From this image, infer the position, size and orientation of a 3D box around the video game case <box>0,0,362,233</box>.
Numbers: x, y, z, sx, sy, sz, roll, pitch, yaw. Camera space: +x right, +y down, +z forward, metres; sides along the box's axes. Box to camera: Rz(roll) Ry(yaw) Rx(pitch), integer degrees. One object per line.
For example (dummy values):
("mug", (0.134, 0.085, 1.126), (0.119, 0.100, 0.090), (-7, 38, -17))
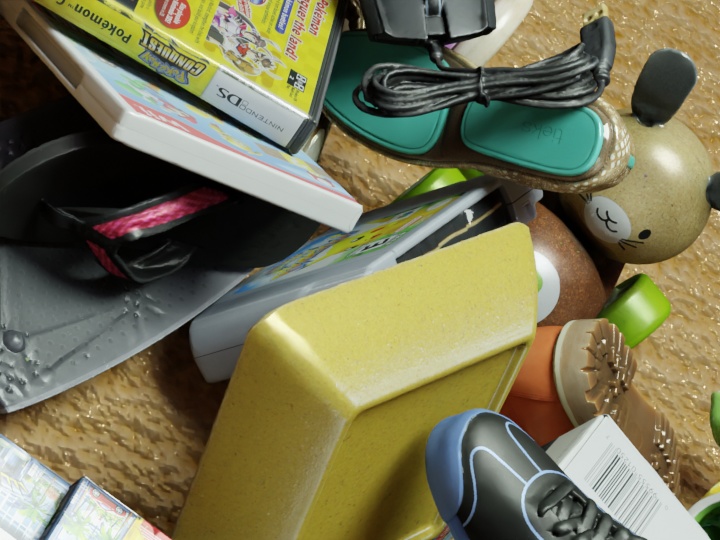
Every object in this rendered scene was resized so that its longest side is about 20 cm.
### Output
("video game case", (-0.098, -0.088, 1.053), (0.143, 0.017, 0.200), (21, 14, -36))

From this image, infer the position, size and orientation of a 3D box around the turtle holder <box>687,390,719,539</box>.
("turtle holder", (0.249, 0.165, 1.204), (0.132, 0.141, 0.186), (30, 73, -40))

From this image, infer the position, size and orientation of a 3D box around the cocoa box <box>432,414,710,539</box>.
("cocoa box", (0.119, 0.205, 1.087), (0.200, 0.131, 0.133), (50, 46, -5))

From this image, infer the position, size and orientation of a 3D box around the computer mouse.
("computer mouse", (0.062, -0.151, 1.107), (0.140, 0.046, 0.200), (-1, 37, -3))

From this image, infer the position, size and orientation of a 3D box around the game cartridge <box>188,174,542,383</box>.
("game cartridge", (0.000, 0.000, 1.108), (0.200, 0.133, 0.041), (-35, 101, -55))

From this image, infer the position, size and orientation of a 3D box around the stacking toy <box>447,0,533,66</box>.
("stacking toy", (0.009, -0.205, 1.293), (0.200, 0.085, 0.085), (41, 44, -7))

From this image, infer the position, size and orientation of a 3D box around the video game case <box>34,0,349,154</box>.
("video game case", (-0.092, -0.161, 1.093), (0.181, 0.026, 0.200), (30, 31, -12))

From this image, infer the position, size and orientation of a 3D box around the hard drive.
("hard drive", (-0.150, -0.012, 1.053), (0.135, 0.042, 0.200), (55, 42, 1))

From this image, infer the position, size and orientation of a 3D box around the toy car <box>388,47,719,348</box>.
("toy car", (0.146, -0.036, 1.212), (0.164, 0.200, 0.158), (51, 43, -4))

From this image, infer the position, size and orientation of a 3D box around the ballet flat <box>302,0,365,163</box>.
("ballet flat", (-0.043, -0.091, 1.182), (0.067, 0.062, 0.200), (33, 47, -19))

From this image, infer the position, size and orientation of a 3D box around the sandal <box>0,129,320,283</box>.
("sandal", (-0.094, -0.023, 1.022), (0.200, 0.075, 0.045), (9, 48, -42))

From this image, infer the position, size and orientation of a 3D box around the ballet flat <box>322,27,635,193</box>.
("ballet flat", (0.061, -0.080, 1.127), (0.065, 0.200, 0.071), (17, 96, -57))

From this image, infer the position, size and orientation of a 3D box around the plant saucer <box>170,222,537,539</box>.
("plant saucer", (0.003, 0.087, 1.012), (0.048, 0.200, 0.200), (41, 37, 26))

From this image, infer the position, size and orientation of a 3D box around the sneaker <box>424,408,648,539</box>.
("sneaker", (0.114, 0.140, 0.973), (0.200, 0.078, 0.070), (52, 50, -3))

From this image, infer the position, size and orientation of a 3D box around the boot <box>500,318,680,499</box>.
("boot", (0.118, 0.105, 1.195), (0.200, 0.107, 0.075), (61, 36, -36))

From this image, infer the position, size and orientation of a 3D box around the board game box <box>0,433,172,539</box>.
("board game box", (-0.173, 0.174, 0.890), (0.200, 0.062, 0.200), (38, 53, -13))
